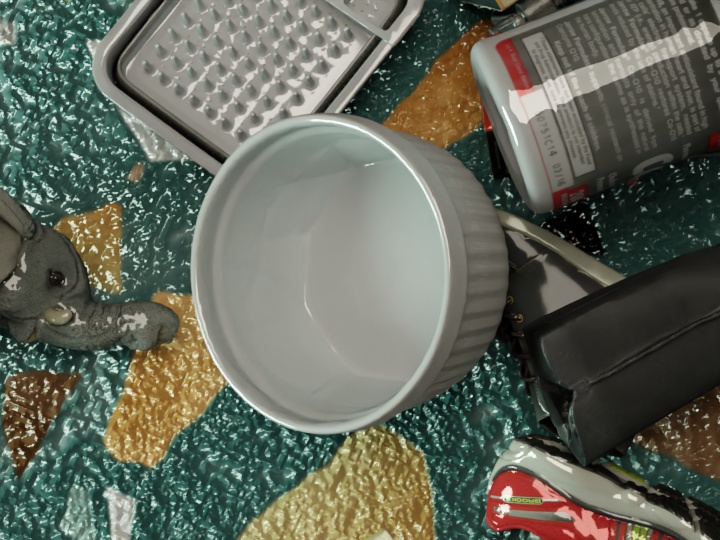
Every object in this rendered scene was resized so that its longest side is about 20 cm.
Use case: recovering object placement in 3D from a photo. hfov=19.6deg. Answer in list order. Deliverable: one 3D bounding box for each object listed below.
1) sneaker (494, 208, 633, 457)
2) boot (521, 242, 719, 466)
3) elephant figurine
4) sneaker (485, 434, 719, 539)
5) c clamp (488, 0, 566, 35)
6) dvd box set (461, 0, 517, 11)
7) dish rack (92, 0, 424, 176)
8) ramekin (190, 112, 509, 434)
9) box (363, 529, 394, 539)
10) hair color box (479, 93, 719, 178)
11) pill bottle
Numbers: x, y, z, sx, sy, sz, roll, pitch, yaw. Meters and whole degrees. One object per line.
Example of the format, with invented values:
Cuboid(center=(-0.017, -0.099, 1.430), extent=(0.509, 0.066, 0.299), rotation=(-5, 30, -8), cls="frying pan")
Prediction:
Cuboid(center=(0.108, 0.035, 1.356), extent=(0.200, 0.075, 0.106), rotation=(27, 75, 12), cls="sneaker")
Cuboid(center=(0.218, 0.069, 1.302), extent=(0.200, 0.066, 0.165), rotation=(-25, 88, -18), cls="boot")
Cuboid(center=(-0.251, 0.006, 1.398), extent=(0.200, 0.155, 0.142), rotation=(-28, 29, -12), cls="elephant figurine")
Cuboid(center=(0.172, 0.177, 1.322), extent=(0.200, 0.077, 0.085), rotation=(26, 101, 12), cls="sneaker")
Cuboid(center=(0.161, -0.204, 1.384), extent=(0.200, 0.171, 0.027), rotation=(-36, 99, -9), cls="c clamp")
Cuboid(center=(0.150, -0.245, 1.403), extent=(0.200, 0.146, 0.029), rotation=(-35, 106, -4), cls="dvd box set")
Cuboid(center=(-0.070, -0.161, 1.453), extent=(0.172, 0.044, 0.200), rotation=(36, 81, 14), cls="dish rack")
Cuboid(center=(0.000, 0.000, 1.331), extent=(0.200, 0.105, 0.200), rotation=(2, 93, 33), cls="ramekin")
Cuboid(center=(-0.040, 0.256, 1.258), extent=(0.200, 0.176, 0.097), rotation=(-28, 73, -1), cls="box")
Cuboid(center=(0.181, -0.112, 1.378), extent=(0.200, 0.102, 0.061), rotation=(-6, 74, 6), cls="hair color box")
Cuboid(center=(0.178, -0.121, 1.269), extent=(0.200, 0.114, 0.114), rotation=(-21, 73, 0), cls="pill bottle")
